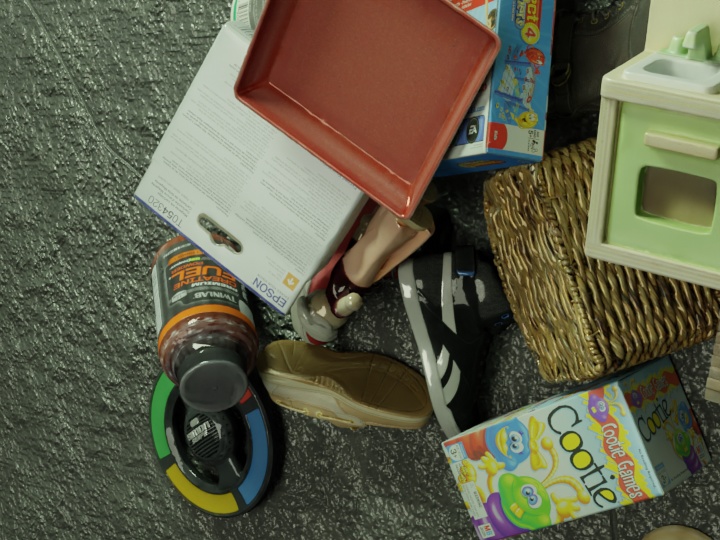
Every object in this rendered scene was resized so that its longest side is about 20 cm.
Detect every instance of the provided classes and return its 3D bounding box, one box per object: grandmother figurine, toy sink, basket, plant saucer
[{"bbox_3d":[0.000,0.000,1.226,0.060,0.122,0.200,34,130,-6],"label":"grandmother figurine"},{"bbox_3d":[0.253,-0.102,0.971,0.130,0.112,0.201,16,117,27],"label":"toy sink"},{"bbox_3d":[0.212,-0.013,1.149,0.143,0.148,0.201,153,99,-71],"label":"basket"},{"bbox_3d":[0.005,-0.173,1.086,0.199,0.037,0.201,36,130,11],"label":"plant saucer"}]

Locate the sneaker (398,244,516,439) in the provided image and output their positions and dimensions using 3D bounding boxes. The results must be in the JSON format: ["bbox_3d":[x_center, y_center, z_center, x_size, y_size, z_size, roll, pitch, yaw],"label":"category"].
[{"bbox_3d":[0.114,0.073,1.238,0.111,0.073,0.201,-14,110,14],"label":"sneaker"}]

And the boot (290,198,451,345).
[{"bbox_3d":[0.015,0.010,1.305,0.144,0.072,0.201,32,114,27],"label":"boot"}]

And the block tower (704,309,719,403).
[{"bbox_3d":[0.331,0.022,1.066,0.054,0.058,0.202,16,110,35],"label":"block tower"}]

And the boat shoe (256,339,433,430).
[{"bbox_3d":[-0.013,0.129,1.353,0.199,0.074,0.069,16,136,23],"label":"boat shoe"}]

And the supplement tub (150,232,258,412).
[{"bbox_3d":[-0.164,0.056,1.374,0.107,0.106,0.201,-60,29,30],"label":"supplement tub"}]

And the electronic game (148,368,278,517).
[{"bbox_3d":[-0.173,0.188,1.504,0.199,0.041,0.202,9,105,37],"label":"electronic game"}]

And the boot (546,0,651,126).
[{"bbox_3d":[0.207,-0.214,1.110,0.174,0.069,0.202,13,95,47],"label":"boot"}]

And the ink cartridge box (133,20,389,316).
[{"bbox_3d":[-0.090,-0.094,1.212,0.196,0.043,0.201,38,116,9],"label":"ink cartridge box"}]

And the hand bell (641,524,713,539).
[{"bbox_3d":[0.236,0.297,1.104,0.104,0.199,0.105,8,103,36],"label":"hand bell"}]

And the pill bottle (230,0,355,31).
[{"bbox_3d":[-0.029,-0.244,1.198,0.200,0.112,0.114,1,101,57],"label":"pill bottle"}]

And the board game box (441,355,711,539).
[{"bbox_3d":[0.192,0.164,1.172,0.199,0.105,0.104,-26,83,39],"label":"board game box"}]

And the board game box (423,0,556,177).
[{"bbox_3d":[0.093,-0.187,1.128,0.200,0.056,0.197,-179,94,-67],"label":"board game box"}]
